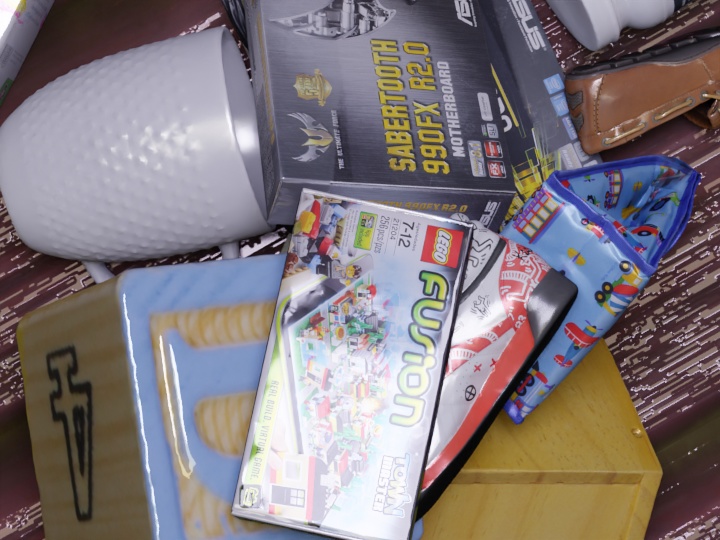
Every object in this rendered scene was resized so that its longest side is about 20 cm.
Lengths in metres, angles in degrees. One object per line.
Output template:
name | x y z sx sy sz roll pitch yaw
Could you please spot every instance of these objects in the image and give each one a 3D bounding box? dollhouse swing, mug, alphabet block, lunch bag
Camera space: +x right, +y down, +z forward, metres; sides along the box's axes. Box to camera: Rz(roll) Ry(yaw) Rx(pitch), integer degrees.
dollhouse swing | 0.082 0.160 1.411 0.198 0.177 0.183 2 45 -23
mug | -0.154 -0.057 1.402 0.173 0.148 0.202 -13 120 6
alphabet block | -0.098 0.101 1.300 0.194 0.200 0.199 -4 83 -28
lunch bag | 0.152 -0.006 1.349 0.094 0.200 0.151 43 119 8

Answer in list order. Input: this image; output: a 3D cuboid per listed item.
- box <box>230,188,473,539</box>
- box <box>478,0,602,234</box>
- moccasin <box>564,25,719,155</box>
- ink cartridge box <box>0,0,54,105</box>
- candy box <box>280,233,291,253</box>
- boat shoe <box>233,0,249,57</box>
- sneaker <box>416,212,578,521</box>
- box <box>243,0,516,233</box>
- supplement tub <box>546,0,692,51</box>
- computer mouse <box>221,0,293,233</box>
box | -0.003 0.060 1.186 0.109 0.035 0.202 11 79 6
box | 0.082 -0.097 1.416 0.160 0.049 0.202 -23 90 -30
moccasin | 0.247 -0.132 1.431 0.200 0.074 0.079 -19 102 -20
ink cartridge box | -0.255 -0.210 1.402 0.067 0.117 0.201 27 89 -2
candy box | 0.000 0.000 1.371 0.026 0.199 0.103 24 85 -31
boat shoe | -0.042 -0.143 1.432 0.074 0.068 0.201 -35 90 -1
sneaker | 0.038 0.062 1.236 0.108 0.067 0.202 35 86 12
box | 0.009 -0.120 1.301 0.157 0.049 0.202 3 54 -15
supplement tub | 0.217 -0.263 1.405 0.199 0.140 0.141 -33 90 -2
computer mouse | -0.066 -0.115 1.382 0.034 0.058 0.202 -11 100 35
